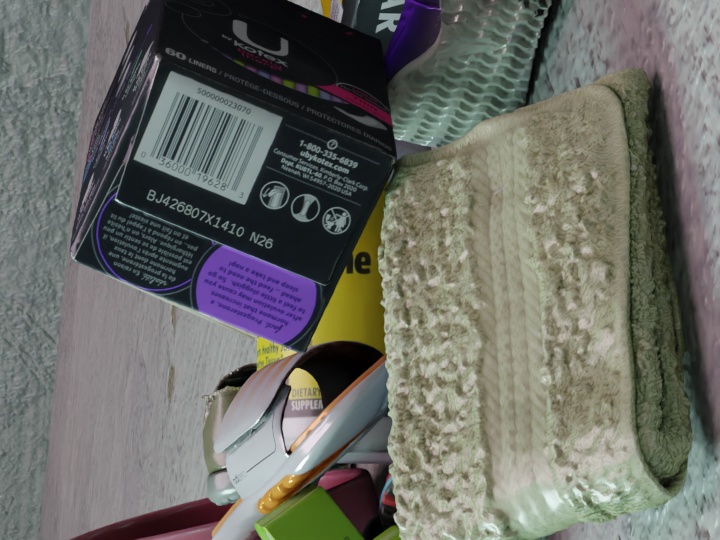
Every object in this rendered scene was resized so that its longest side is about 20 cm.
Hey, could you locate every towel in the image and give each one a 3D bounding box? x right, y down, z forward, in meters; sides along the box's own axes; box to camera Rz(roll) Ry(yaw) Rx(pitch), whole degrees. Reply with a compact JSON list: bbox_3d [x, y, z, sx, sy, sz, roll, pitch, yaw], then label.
[{"bbox_3d":[0.067,0.021,1.056,0.148,0.036,0.201,-25,54,35],"label":"towel"}]

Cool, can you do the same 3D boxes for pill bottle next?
[{"bbox_3d":[0.000,0.000,1.366,0.112,0.111,0.202,145,125,-75],"label":"pill bottle"}]

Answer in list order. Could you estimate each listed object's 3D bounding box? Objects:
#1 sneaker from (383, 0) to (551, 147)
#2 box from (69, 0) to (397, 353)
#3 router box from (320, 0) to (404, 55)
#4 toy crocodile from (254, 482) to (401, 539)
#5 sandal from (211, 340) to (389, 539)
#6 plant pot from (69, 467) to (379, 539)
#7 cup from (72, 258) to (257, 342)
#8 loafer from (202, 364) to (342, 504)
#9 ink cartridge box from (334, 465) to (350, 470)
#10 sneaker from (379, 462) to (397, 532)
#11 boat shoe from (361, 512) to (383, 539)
[{"bbox_3d":[0.057,-0.142,1.253,0.200,0.069,0.100,115,162,-56],"label":"sneaker"},{"bbox_3d":[-0.059,-0.062,1.207,0.200,0.121,0.107,-97,32,-69],"label":"box"},{"bbox_3d":[0.015,-0.229,1.472,0.150,0.051,0.201,-102,19,-45],"label":"router box"},{"bbox_3d":[0.025,0.181,1.180,0.200,0.067,0.062,45,160,20],"label":"toy crocodile"},{"bbox_3d":[-0.043,0.082,1.254,0.059,0.079,0.207,50,144,6],"label":"sandal"},{"bbox_3d":[-0.067,0.228,1.520,0.200,0.198,0.181,164,92,-78],"label":"plant pot"},{"bbox_3d":[-0.052,-0.031,1.512,0.144,0.199,0.200,-66,11,-4],"label":"cup"},{"bbox_3d":[-0.042,0.086,1.484,0.200,0.075,0.070,-17,-87,-78],"label":"loafer"},{"bbox_3d":[-0.037,0.060,1.700,0.145,0.048,0.202,-163,73,-78],"label":"ink cartridge box"},{"bbox_3d":[0.065,0.055,1.192,0.096,0.079,0.201,-81,9,-47],"label":"sneaker"},{"bbox_3d":[0.031,0.171,1.290,0.199,0.074,0.067,-99,1,-77],"label":"boat shoe"}]
